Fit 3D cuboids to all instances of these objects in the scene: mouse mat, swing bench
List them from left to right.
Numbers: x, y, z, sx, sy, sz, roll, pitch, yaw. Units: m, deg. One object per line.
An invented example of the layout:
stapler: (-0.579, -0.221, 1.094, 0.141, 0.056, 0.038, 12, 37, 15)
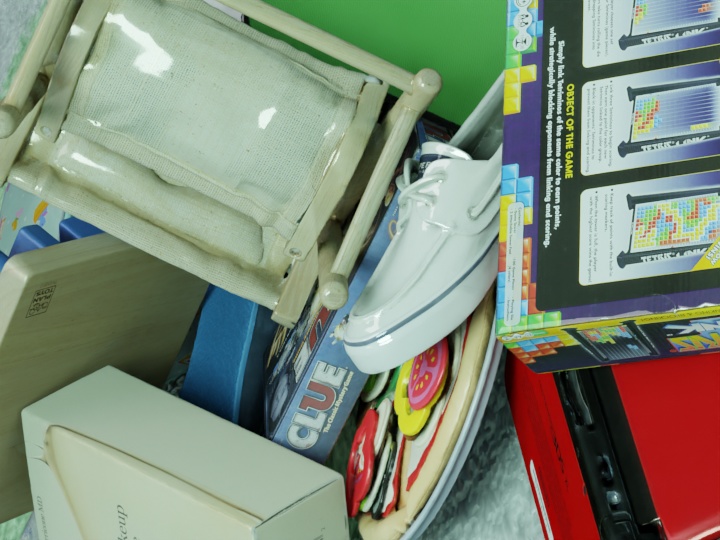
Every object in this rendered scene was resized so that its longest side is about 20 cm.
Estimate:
swing bench: (-0.086, -0.072, 1.109, 0.131, 0.198, 0.200, -65, 8, -8)
mouse mat: (0.039, -0.188, 1.159, 0.008, 0.160, 0.201, 143, 149, -75)

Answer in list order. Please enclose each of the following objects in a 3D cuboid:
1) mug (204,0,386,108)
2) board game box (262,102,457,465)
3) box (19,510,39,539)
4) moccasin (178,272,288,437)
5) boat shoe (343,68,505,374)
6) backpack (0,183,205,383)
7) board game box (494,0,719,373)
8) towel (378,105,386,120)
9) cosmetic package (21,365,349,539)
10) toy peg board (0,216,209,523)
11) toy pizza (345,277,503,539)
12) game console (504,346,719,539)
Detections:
mug: (-0.048, -0.164, 1.252, 0.176, 0.147, 0.201, -56, 38, 35)
board game box: (0.000, 0.000, 1.196, 0.136, 0.034, 0.201, -99, 33, -68)
box: (-0.137, 0.241, 1.270, 0.200, 0.131, 0.115, 38, 107, 59)
moccasin: (-0.072, 0.092, 1.310, 0.080, 0.068, 0.201, 9, 77, 45)
boat shoe: (0.048, -0.037, 1.067, 0.073, 0.065, 0.200, -1, 45, 55)
backpack: (-0.164, -0.006, 1.432, 0.199, 0.153, 0.177, -23, 51, 44)
board game box: (0.148, -0.062, 0.962, 0.164, 0.057, 0.201, -7, 65, 25)
towel: (0.046, -0.111, 1.264, 0.200, 0.018, 0.087, -41, 43, 42)
cosmetic package: (-0.098, 0.138, 1.177, 0.199, 0.073, 0.104, 19, 124, 41)
toy peg board: (-0.201, 0.041, 1.260, 0.098, 0.200, 0.200, 35, 116, 21)
toy pizza: (0.029, 0.056, 1.135, 0.200, 0.032, 0.202, -162, 90, -78)
game console: (0.149, 0.068, 1.000, 0.173, 0.118, 0.201, 93, 169, -48)
